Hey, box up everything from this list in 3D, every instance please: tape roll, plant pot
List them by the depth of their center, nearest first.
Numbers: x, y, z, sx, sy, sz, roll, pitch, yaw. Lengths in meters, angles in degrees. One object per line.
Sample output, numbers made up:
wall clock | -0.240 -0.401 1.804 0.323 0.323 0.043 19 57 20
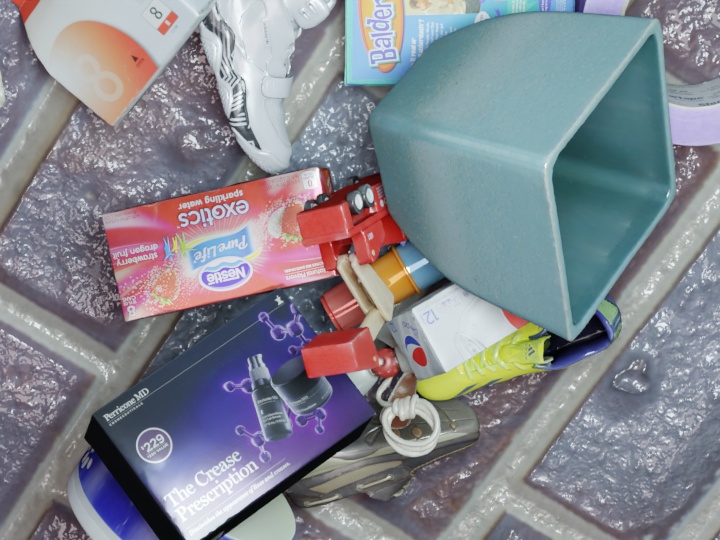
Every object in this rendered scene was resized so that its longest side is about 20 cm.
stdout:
plant pot | 0.123 -0.097 1.602 0.200 0.196 0.196 18 141 29
tape roll | 0.284 -0.212 1.659 0.199 0.085 0.201 0 108 1

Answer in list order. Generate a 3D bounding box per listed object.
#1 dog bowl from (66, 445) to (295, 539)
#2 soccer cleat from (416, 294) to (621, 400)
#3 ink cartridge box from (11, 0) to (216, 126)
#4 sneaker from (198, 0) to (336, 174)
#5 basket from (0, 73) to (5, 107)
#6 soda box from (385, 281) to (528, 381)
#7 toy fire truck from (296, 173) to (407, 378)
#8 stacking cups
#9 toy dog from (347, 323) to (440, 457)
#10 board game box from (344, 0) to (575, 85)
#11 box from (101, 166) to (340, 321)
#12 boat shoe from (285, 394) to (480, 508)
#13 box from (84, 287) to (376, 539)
dog bowl | -0.159 0.212 1.750 0.200 0.200 0.079 34 105 -9
soccer cleat | 0.139 0.070 1.755 0.200 0.084 0.065 -21 107 9
ink cartridge box | -0.240 -0.239 1.647 0.200 0.050 0.162 38 132 -9
sneaker | -0.070 -0.187 1.681 0.115 0.075 0.200 -17 104 10
basket | -0.395 -0.204 1.657 0.135 0.123 0.201 -8 108 10
soda box | 0.125 0.020 1.691 0.200 0.068 0.064 -29 90 -23
toy fire truck | 0.000 0.000 1.644 0.049 0.200 0.141 -10 100 25
stacking cups | 0.056 -0.014 1.727 0.200 0.061 0.061 -28 105 1
toy dog | 0.000 0.104 1.765 0.199 0.096 0.132 3 78 18
board game box | 0.085 -0.236 1.677 0.199 0.045 0.153 1 109 1
box | -0.116 -0.024 1.716 0.199 0.095 0.100 -12 92 5
boat shoe | 0.017 0.171 1.807 0.199 0.075 0.073 -12 123 9
box | -0.110 0.131 1.643 0.200 0.079 0.141 -35 79 -22
